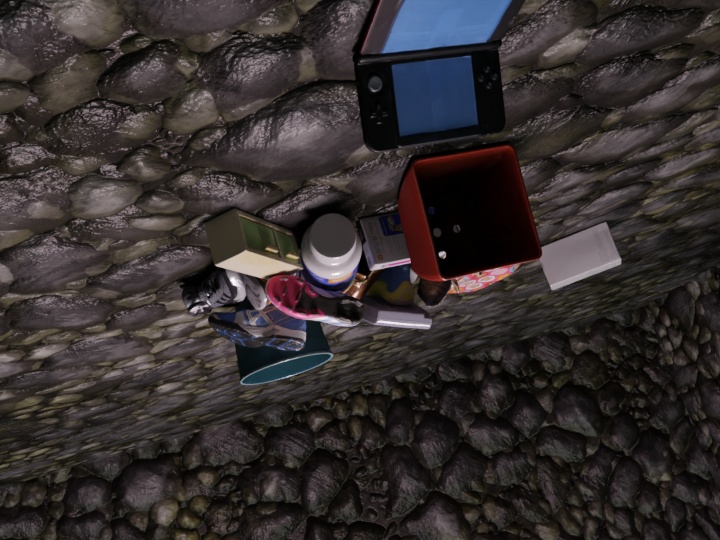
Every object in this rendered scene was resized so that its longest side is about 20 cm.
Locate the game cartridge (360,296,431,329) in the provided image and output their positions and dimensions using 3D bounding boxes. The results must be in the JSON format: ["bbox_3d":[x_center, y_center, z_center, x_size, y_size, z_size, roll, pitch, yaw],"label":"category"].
[{"bbox_3d":[0.062,0.086,1.681,0.131,0.042,0.200,10,-176,-10],"label":"game cartridge"}]

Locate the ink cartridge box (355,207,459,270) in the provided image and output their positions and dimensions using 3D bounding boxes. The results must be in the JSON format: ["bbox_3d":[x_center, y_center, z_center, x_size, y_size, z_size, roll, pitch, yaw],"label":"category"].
[{"bbox_3d":[0.096,-0.065,1.538,0.197,0.096,0.037,-12,164,-22],"label":"ink cartridge box"}]

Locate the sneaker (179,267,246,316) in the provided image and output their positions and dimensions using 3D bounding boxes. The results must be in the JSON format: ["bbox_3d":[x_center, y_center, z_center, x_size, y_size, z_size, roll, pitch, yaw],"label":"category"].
[{"bbox_3d":[-0.276,0.036,1.499,0.112,0.076,0.200,-17,167,-14],"label":"sneaker"}]

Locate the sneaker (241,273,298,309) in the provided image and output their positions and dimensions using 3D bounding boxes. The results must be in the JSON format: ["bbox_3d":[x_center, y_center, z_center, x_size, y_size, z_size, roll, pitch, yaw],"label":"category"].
[{"bbox_3d":[-0.166,0.014,1.525,0.111,0.079,0.200,-21,-168,-14],"label":"sneaker"}]

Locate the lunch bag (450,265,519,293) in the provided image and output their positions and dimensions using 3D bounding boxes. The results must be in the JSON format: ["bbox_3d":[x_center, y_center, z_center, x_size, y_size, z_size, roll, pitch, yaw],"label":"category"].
[{"bbox_3d":[0.271,-0.007,1.956,0.174,0.083,0.199,-5,160,-38],"label":"lunch bag"}]

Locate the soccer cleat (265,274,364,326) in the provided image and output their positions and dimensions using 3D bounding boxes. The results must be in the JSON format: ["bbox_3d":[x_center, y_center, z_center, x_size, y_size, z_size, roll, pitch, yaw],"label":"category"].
[{"bbox_3d":[-0.089,0.062,1.460,0.198,0.071,0.086,18,166,-23],"label":"soccer cleat"}]

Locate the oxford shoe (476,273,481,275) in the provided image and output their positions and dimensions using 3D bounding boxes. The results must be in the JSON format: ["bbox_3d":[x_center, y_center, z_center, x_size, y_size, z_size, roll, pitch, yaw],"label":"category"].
[{"bbox_3d":[0.255,-0.084,1.565,0.070,0.074,0.202,-11,133,-54],"label":"oxford shoe"}]

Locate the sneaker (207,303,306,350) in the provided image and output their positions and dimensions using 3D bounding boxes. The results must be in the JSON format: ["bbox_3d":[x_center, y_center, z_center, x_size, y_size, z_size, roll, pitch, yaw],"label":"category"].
[{"bbox_3d":[-0.195,0.102,1.550,0.197,0.078,0.076,8,154,7],"label":"sneaker"}]

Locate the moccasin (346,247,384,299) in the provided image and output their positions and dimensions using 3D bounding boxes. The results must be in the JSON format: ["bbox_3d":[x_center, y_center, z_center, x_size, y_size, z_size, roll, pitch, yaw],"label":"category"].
[{"bbox_3d":[0.001,0.001,1.637,0.201,0.074,0.077,-40,151,19],"label":"moccasin"}]

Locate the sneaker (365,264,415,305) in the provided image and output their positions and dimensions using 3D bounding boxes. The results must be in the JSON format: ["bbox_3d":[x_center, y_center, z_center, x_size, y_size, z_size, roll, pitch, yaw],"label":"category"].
[{"bbox_3d":[0.058,0.008,1.728,0.075,0.107,0.199,-4,-170,-30],"label":"sneaker"}]

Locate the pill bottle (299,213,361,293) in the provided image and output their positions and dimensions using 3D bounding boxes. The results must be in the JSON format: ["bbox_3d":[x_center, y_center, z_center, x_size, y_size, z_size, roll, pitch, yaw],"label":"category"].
[{"bbox_3d":[-0.055,-0.028,1.466,0.110,0.114,0.200,-15,165,-10],"label":"pill bottle"}]

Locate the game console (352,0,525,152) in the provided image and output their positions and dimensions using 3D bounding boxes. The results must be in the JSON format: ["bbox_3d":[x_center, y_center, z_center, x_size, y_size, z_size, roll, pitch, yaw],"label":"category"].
[{"bbox_3d":[0.103,-0.237,0.943,0.197,0.175,0.118,-11,-170,-20],"label":"game console"}]

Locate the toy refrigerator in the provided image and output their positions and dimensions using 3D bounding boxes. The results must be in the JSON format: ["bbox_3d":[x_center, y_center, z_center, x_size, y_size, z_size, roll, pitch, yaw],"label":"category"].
[{"bbox_3d":[-0.173,-0.040,1.363,0.069,0.077,0.200,-23,163,18],"label":"toy refrigerator"}]

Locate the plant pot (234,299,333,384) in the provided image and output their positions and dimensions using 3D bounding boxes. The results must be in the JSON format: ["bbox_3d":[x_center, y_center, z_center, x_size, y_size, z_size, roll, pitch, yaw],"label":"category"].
[{"bbox_3d":[-0.175,0.115,1.670,0.197,0.191,0.200,-16,165,-4],"label":"plant pot"}]

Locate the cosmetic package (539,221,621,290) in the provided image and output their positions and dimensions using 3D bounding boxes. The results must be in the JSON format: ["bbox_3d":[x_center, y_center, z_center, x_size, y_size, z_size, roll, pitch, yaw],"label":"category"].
[{"bbox_3d":[0.579,-0.037,2.144,0.197,0.114,0.081,-21,164,15],"label":"cosmetic package"}]

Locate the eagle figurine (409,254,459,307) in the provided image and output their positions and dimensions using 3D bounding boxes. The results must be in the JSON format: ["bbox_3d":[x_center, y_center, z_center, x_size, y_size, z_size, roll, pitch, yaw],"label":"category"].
[{"bbox_3d":[0.146,-0.018,1.681,0.153,0.150,0.200,-65,166,14],"label":"eagle figurine"}]

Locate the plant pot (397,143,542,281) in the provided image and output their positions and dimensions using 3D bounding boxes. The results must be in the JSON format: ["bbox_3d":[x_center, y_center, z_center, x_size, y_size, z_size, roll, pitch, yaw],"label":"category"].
[{"bbox_3d":[0.168,-0.085,1.407,0.197,0.203,0.176,-12,174,-20],"label":"plant pot"}]
